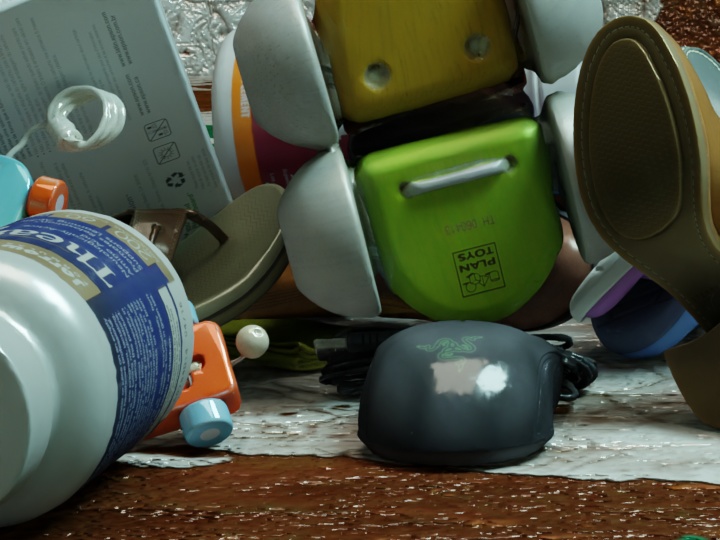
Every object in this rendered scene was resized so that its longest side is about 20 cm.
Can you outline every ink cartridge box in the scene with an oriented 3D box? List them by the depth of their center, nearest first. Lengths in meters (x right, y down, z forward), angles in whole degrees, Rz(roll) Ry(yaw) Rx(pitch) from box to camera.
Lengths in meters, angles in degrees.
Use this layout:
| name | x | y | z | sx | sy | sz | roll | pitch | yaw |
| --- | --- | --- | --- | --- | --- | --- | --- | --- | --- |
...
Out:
| name | x | y | z | sx | sy | sz | roll | pitch | yaw |
| --- | --- | --- | --- | --- | --- | --- | --- | --- | --- |
| ink cartridge box | -0.176 | -0.057 | 1.384 | 0.199 | 0.200 | 0.041 | -23 | 47 | -6 |

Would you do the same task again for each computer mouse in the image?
| name | x | y | z | sx | sy | sz | roll | pitch | yaw |
| --- | --- | --- | --- | --- | --- | --- | --- | --- | --- |
| computer mouse | 0.042 | 0.044 | 1.296 | 0.138 | 0.053 | 0.200 | 0 | 8 | 3 |

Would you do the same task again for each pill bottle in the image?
| name | x | y | z | sx | sy | sz | roll | pitch | yaw |
| --- | --- | --- | --- | --- | --- | --- | --- | --- | --- |
| pill bottle | -0.142 | 0.041 | 1.142 | 0.111 | 0.111 | 0.200 | 1 | 8 | 11 |
| pill bottle | 0.029 | -0.086 | 1.516 | 0.199 | 0.113 | 0.113 | -5 | 7 | 16 |

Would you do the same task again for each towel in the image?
| name | x | y | z | sx | sy | sz | roll | pitch | yaw |
| --- | --- | --- | --- | --- | --- | --- | --- | --- | --- |
| towel | -0.064 | 0.030 | 1.531 | 0.086 | 0.018 | 0.200 | -9 | 12 | -39 |

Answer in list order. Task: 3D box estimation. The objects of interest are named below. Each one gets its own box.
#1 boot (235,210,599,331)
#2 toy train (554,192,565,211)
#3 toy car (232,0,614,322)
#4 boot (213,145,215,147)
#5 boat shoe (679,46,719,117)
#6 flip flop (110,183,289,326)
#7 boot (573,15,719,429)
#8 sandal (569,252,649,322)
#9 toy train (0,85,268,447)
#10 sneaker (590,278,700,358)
| name | x | y | z | sx | sy | sz | roll | pitch | yaw |
| --- | --- | --- | --- | --- | --- | --- | --- | --- | --- |
| boot | 0.000 | 0.000 | 1.466 | 0.200 | 0.069 | 0.188 | -4 | 10 | -45 |
| toy train | 0.098 | -0.097 | 1.632 | 0.200 | 0.087 | 0.114 | 43 | -14 | -16 |
| toy car | 0.037 | -0.074 | 1.380 | 0.174 | 0.201 | 0.150 | -15 | 3 | -1 |
| boot | -0.011 | -0.024 | 1.677 | 0.200 | 0.070 | 0.146 | 35 | -44 | -30 |
| boat shoe | 0.227 | -0.050 | 1.474 | 0.073 | 0.200 | 0.062 | -8 | -34 | -48 |
| flip flop | -0.118 | 0.004 | 1.373 | 0.200 | 0.058 | 0.081 | -25 | 26 | -16 |
| boot | 0.183 | -0.032 | 1.326 | 0.074 | 0.201 | 0.155 | -14 | 4 | 44 |
| sandal | 0.188 | -0.035 | 1.409 | 0.203 | 0.050 | 0.082 | -42 | -9 | 8 |
| toy train | -0.132 | 0.016 | 1.310 | 0.150 | 0.200 | 0.056 | -21 | -32 | -6 |
| sneaker | 0.184 | -0.002 | 1.517 | 0.074 | 0.082 | 0.200 | -16 | 22 | 33 |
